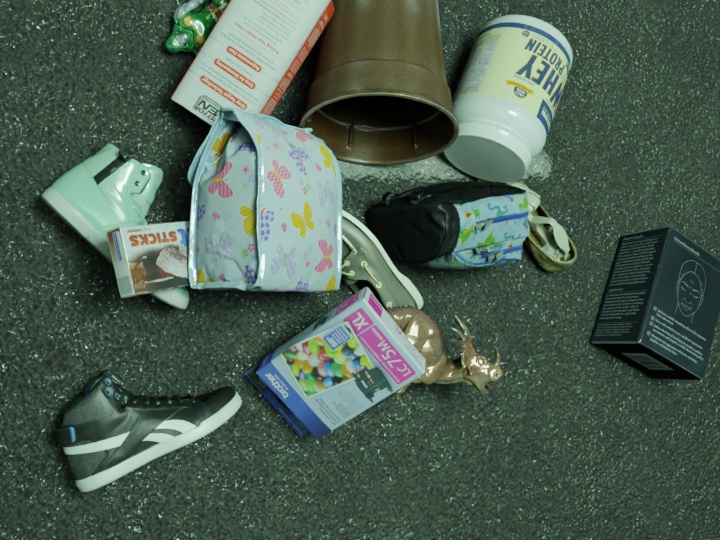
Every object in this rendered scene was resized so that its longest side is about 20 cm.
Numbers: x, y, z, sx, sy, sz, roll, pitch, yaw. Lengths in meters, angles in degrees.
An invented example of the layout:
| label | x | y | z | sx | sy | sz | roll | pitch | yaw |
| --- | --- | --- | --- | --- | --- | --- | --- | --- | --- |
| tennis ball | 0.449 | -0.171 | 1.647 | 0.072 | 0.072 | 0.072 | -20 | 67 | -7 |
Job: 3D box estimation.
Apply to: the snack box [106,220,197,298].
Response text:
| label | x | y | z | sx | sy | sz | roll | pitch | yaw |
| --- | --- | --- | --- | --- | --- | --- | --- | --- | --- |
| snack box | -0.197 | -0.019 | 0.832 | 0.200 | 0.024 | 0.072 | -14 | 90 | -60 |

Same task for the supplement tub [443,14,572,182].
| label | x | y | z | sx | sy | sz | roll | pitch | yaw |
| --- | --- | --- | --- | --- | --- | --- | --- | --- | --- |
| supplement tub | 0.207 | -0.243 | 1.048 | 0.145 | 0.145 | 0.201 | 28 | 73 | -21 |

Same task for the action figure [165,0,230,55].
| label | x | y | z | sx | sy | sz | roll | pitch | yaw |
| --- | --- | --- | --- | --- | --- | --- | --- | --- | --- |
| action figure | -0.165 | -0.331 | 0.924 | 0.200 | 0.055 | 0.118 | -43 | 107 | -19 |

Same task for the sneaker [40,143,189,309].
| label | x | y | z | sx | sy | sz | roll | pitch | yaw |
| --- | --- | --- | --- | --- | --- | --- | --- | --- | --- |
| sneaker | -0.245 | -0.054 | 0.836 | 0.200 | 0.074 | 0.118 | 45 | 74 | -13 |

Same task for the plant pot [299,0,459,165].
| label | x | y | z | sx | sy | sz | roll | pitch | yaw |
| --- | --- | --- | --- | --- | --- | --- | --- | --- | --- |
| plant pot | 0.027 | -0.266 | 0.942 | 0.199 | 0.200 | 0.199 | 9 | 74 | -26 |

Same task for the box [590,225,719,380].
| label | x | y | z | sx | sy | sz | roll | pitch | yaw |
| --- | --- | --- | --- | --- | --- | --- | --- | --- | --- |
| box | 0.481 | 0.054 | 1.176 | 0.148 | 0.107 | 0.201 | 28 | 74 | -21 |

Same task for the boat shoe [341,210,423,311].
| label | x | y | z | sx | sy | sz | roll | pitch | yaw |
| --- | --- | --- | --- | --- | --- | --- | --- | --- | --- |
| boat shoe | 0.002 | 0.000 | 0.960 | 0.202 | 0.072 | 0.060 | 48 | 62 | -19 |

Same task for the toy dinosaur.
| label | x | y | z | sx | sy | sz | roll | pitch | yaw |
| --- | --- | --- | --- | --- | --- | --- | --- | --- | --- |
| toy dinosaur | 0.080 | 0.092 | 0.938 | 0.135 | 0.086 | 0.200 | -40 | 118 | 9 |

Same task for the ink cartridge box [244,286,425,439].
| label | x | y | z | sx | sy | sz | roll | pitch | yaw |
| --- | --- | --- | --- | --- | --- | --- | --- | --- | --- |
| ink cartridge box | -0.036 | 0.122 | 0.878 | 0.119 | 0.200 | 0.042 | 51 | 22 | -13 |

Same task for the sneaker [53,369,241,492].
| label | x | y | z | sx | sy | sz | roll | pitch | yaw |
| --- | --- | --- | --- | --- | --- | --- | --- | --- | --- |
| sneaker | -0.239 | 0.151 | 0.821 | 0.199 | 0.073 | 0.112 | -26 | 98 | -25 |

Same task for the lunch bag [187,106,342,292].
| label | x | y | z | sx | sy | sz | roll | pitch | yaw |
| --- | --- | --- | --- | --- | --- | --- | --- | --- | --- |
| lunch bag | -0.108 | -0.076 | 0.856 | 0.169 | 0.127 | 0.201 | 2 | 90 | -59 |

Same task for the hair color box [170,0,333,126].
| label | x | y | z | sx | sy | sz | roll | pitch | yaw |
| --- | --- | --- | --- | --- | --- | --- | --- | --- | --- |
| hair color box | -0.126 | -0.258 | 0.875 | 0.101 | 0.061 | 0.200 | 34 | 95 | -2 |

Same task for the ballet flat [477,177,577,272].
| label | x | y | z | sx | sy | sz | roll | pitch | yaw |
| --- | --- | --- | --- | --- | --- | --- | --- | --- | --- |
| ballet flat | 0.257 | -0.079 | 1.100 | 0.200 | 0.071 | 0.071 | 49 | 67 | -14 |

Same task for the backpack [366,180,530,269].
| label | x | y | z | sx | sy | sz | roll | pitch | yaw |
| --- | --- | --- | --- | --- | --- | --- | --- | --- | --- |
| backpack | 0.139 | -0.063 | 1.001 | 0.200 | 0.163 | 0.154 | -27 | 105 | -33 |
